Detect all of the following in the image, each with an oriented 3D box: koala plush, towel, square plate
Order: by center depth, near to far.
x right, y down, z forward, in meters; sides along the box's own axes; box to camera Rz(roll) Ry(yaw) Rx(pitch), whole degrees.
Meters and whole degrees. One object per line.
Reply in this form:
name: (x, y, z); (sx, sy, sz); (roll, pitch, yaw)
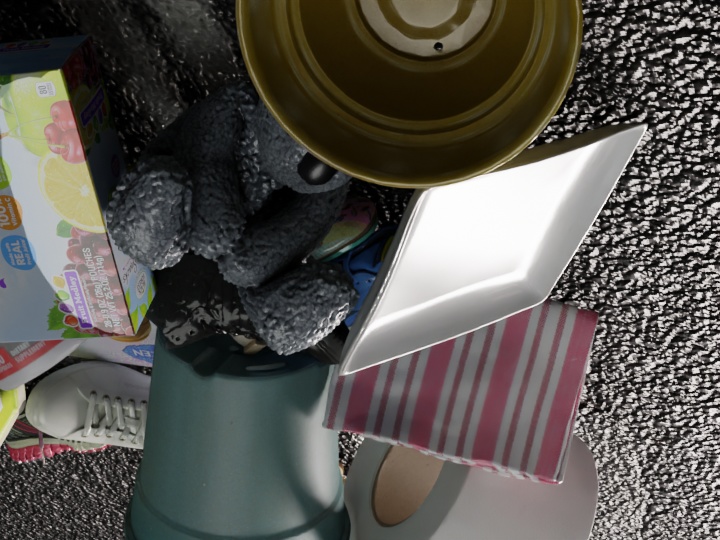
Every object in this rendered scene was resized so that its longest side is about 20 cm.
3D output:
koala plush: (-0.044, -0.089, 0.945); (0.177, 0.184, 0.200); (32, 121, -20)
square plate: (0.085, -0.020, 0.971); (0.199, 0.029, 0.199); (-18, 148, -32)
towel: (0.080, 0.079, 1.121); (0.198, 0.148, 0.030); (14, 173, 1)

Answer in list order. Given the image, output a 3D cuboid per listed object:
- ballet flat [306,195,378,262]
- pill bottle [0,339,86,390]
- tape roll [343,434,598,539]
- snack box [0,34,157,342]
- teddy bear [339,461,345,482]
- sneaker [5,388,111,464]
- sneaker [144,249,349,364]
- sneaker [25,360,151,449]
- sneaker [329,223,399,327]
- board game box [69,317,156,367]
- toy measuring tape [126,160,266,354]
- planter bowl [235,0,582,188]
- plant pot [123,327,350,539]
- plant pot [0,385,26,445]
ballet flat: (-0.076, -0.027, 1.103); (0.199, 0.069, 0.071); (-22, 116, 43)
pill bottle: (-0.292, -0.018, 1.094); (0.114, 0.114, 0.201); (-24, 105, 43)
tape roll: (0.092, 0.203, 1.238); (0.139, 0.204, 0.202); (31, 142, -22)
snack box: (-0.245, -0.050, 0.959); (0.167, 0.068, 0.201); (-3, 119, 12)
teddy bear: (-0.094, 0.198, 1.435); (0.198, 0.067, 0.146); (12, 137, 15)
sneaker: (-0.285, 0.140, 1.404); (0.199, 0.081, 0.075); (-14, 105, 24)
sneaker: (-0.107, 0.024, 1.043); (0.200, 0.060, 0.104); (42, 103, -7)
sneaker: (-0.205, 0.130, 1.297); (0.199, 0.073, 0.084); (5, -168, -37)
sneaker: (0.000, 0.000, 1.079); (0.199, 0.066, 0.078); (-15, 156, 22)
board game box: (-0.237, 0.011, 1.230); (0.198, 0.041, 0.200); (6, 145, 13)
toy measuring tape: (-0.135, -0.025, 1.096); (0.200, 0.074, 0.073); (45, 139, -8)
planter bowl: (0.032, -0.157, 0.828); (0.199, 0.084, 0.202); (4, 115, 9)
plant pot: (-0.100, 0.134, 1.184); (0.198, 0.201, 0.198); (9, 118, 8)
plant pot: (-0.418, 0.112, 1.274); (0.180, 0.201, 0.199); (24, 149, 3)
